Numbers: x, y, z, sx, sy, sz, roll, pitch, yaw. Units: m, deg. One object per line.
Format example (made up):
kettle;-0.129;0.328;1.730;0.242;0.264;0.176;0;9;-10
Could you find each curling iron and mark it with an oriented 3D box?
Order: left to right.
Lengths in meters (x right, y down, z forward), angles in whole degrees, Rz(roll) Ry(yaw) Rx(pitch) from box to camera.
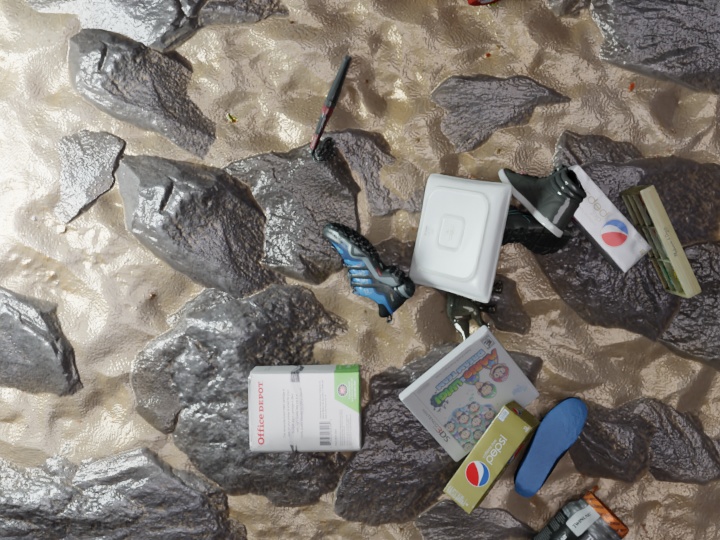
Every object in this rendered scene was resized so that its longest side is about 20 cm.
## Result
curling iron;-0.049;-0.289;1.619;0.049;0.026;0.202;14;89;-21

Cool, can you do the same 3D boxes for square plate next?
square plate;0.164;-0.062;1.557;0.028;0.197;0.202;8;95;-42

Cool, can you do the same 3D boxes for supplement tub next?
supplement tub;0.377;0.500;1.605;0.122;0.123;0.200;42;94;-1

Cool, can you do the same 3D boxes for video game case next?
video game case;0.197;0.223;1.610;0.200;0.024;0.182;-39;114;3

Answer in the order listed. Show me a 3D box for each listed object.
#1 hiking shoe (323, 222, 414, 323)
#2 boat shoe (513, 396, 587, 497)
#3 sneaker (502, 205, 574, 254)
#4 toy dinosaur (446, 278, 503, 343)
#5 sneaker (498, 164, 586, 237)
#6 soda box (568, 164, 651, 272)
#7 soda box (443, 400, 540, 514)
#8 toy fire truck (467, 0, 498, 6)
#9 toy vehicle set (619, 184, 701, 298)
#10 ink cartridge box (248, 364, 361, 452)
hiking shoe;0.000;0.000;1.602;0.200;0.074;0.087;43;107;7
boat shoe;0.333;0.311;1.625;0.084;0.069;0.201;39;93;7
sneaker;0.287;-0.083;1.595;0.198;0.080;0.076;7;137;-18
toy dinosaur;0.197;0.048;1.617;0.101;0.077;0.202;16;99;14
sneaker;0.317;-0.145;1.543;0.070;0.200;0.099;31;105;-37
soda box;0.422;-0.092;1.598;0.068;0.064;0.200;-42;92;4
soda box;0.234;0.332;1.601;0.064;0.068;0.201;39;106;20
toy fire truck;0.255;-0.530;1.523;0.198;0.168;0.113;-8;94;2
toy vehicle set;0.522;-0.053;1.567;0.026;0.124;0.201;-25;92;3
ink cartridge box;-0.098;0.247;1.621;0.198;0.084;0.147;-1;93;1
